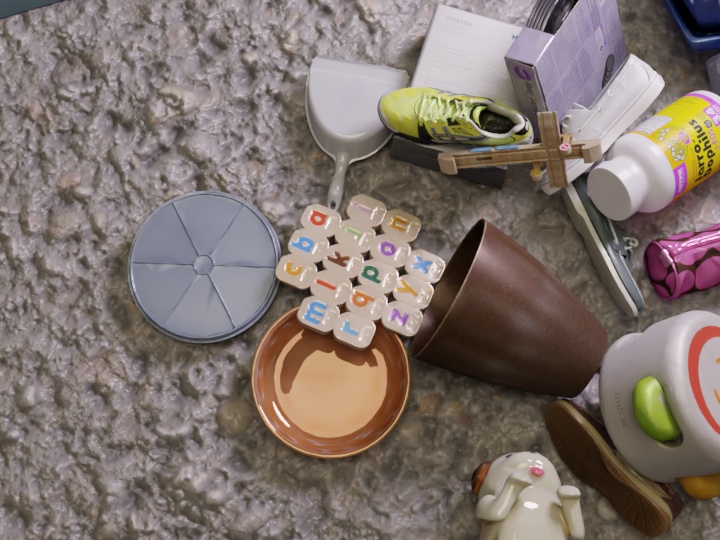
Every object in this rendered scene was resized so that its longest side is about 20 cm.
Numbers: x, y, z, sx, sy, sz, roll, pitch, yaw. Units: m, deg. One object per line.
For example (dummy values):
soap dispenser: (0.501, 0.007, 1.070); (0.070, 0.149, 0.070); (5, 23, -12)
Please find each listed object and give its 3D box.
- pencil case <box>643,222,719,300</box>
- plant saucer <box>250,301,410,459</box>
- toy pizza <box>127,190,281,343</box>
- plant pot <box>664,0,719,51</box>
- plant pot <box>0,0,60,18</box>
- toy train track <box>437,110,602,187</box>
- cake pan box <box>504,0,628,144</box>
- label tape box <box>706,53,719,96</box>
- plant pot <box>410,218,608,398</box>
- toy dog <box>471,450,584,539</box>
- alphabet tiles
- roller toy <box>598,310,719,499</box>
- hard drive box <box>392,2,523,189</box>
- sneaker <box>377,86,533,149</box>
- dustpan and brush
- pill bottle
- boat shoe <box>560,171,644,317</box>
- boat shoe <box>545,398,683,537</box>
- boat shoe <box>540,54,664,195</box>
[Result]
pencil case: (0.459, -0.028, 1.520); (0.198, 0.094, 0.091); (-19, 77, -3)
plant saucer: (-0.036, 0.136, 1.510); (0.198, 0.037, 0.202); (0, 74, 1)
toy pizza: (-0.199, -0.004, 1.555); (0.198, 0.032, 0.202); (0, 75, 1)
plant pot: (0.488, -0.405, 1.565); (0.198, 0.181, 0.201); (-10, 47, -3)
plant pot: (-0.455, -0.487, 1.611); (0.194, 0.200, 0.198); (-17, 75, -5)
toy train track: (0.190, -0.132, 1.466); (0.198, 0.115, 0.033); (-3, 43, 19)
cake pan box: (0.263, -0.270, 1.533); (0.052, 0.200, 0.185); (21, 70, 31)
label tape box: (0.547, -0.196, 1.578); (0.142, 0.066, 0.202); (-13, 91, -3)
plant pot: (0.191, 0.066, 1.466); (0.199, 0.187, 0.188); (27, 76, -4)
toy dog: (0.192, 0.303, 1.403); (0.138, 0.195, 0.201); (4, 52, 0)
alphabet tiles: (0.000, 0.000, 1.530); (0.194, 0.015, 0.201); (23, 64, 4)
roller toy: (0.376, 0.152, 1.422); (0.199, 0.139, 0.184); (35, 53, -23)
hard drive box: (0.143, -0.228, 1.591); (0.155, 0.077, 0.202); (17, 75, 5)
sneaker: (0.119, -0.195, 1.503); (0.198, 0.076, 0.076); (10, 76, 4)
dustpan and brush: (-0.018, -0.174, 1.597); (0.138, 0.057, 0.202); (11, 68, 5)
pill bottle: (0.379, -0.140, 1.524); (0.199, 0.104, 0.105); (-32, 75, -25)
boat shoe: (0.319, -0.039, 1.537); (0.061, 0.073, 0.201); (-23, 70, -2)
boat shoe: (0.310, 0.228, 1.471); (0.072, 0.072, 0.200); (-29, 64, -38)
boat shoe: (0.288, -0.183, 1.513); (0.068, 0.072, 0.200); (43, 104, -4)
